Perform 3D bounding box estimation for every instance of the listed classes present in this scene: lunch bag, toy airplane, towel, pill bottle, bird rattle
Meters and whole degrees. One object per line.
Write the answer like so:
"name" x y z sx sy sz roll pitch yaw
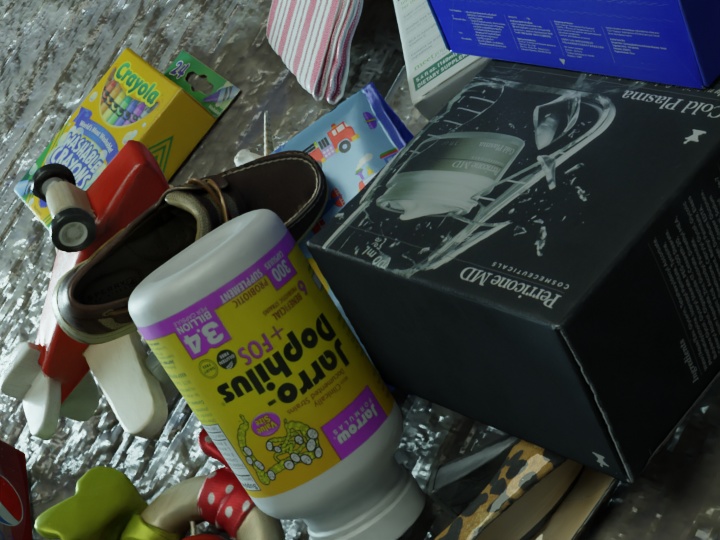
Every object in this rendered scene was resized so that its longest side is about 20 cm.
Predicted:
"lunch bag" 0.000 0.000 0.966 0.150 0.094 0.201 -34 51 11
"toy airplane" -0.174 0.028 1.016 0.199 0.140 0.202 -25 65 58
"towel" -0.028 -0.228 1.139 0.200 0.030 0.147 -123 48 -61
"pill bottle" -0.043 0.072 0.840 0.104 0.201 0.104 -31 12 7
"bird rattle" -0.100 0.182 0.936 0.199 0.113 0.164 -22 58 12

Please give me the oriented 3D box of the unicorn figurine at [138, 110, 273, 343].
"unicorn figurine" -0.117 -0.026 1.110 0.137 0.074 0.201 19 90 48

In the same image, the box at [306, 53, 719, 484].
"box" 0.115 -0.016 0.797 0.199 0.124 0.197 17 57 48

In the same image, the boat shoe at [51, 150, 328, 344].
"boat shoe" -0.101 -0.022 0.902 0.199 0.072 0.072 -28 -7 -19

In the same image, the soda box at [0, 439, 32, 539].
"soda box" -0.290 0.214 1.078 0.063 0.070 0.201 -36 42 16

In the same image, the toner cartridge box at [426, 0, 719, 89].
"toner cartridge box" 0.112 -0.162 0.795 0.043 0.095 0.199 -42 36 -24

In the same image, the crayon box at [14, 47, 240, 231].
"crayon box" -0.210 -0.114 1.267 0.200 0.052 0.126 -51 40 -1

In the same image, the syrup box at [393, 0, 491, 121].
"syrup box" 0.076 -0.185 1.032 0.078 0.081 0.201 -30 46 23

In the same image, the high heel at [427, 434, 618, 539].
"high heel" 0.092 0.157 0.761 0.142 0.071 0.201 -30 35 32
